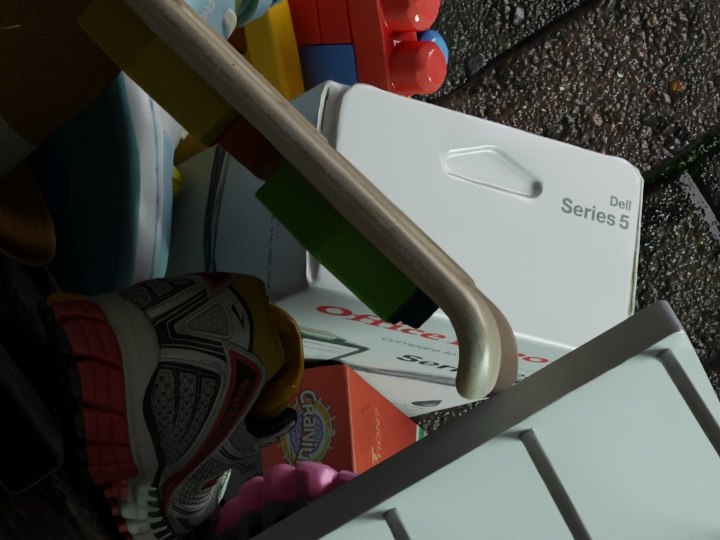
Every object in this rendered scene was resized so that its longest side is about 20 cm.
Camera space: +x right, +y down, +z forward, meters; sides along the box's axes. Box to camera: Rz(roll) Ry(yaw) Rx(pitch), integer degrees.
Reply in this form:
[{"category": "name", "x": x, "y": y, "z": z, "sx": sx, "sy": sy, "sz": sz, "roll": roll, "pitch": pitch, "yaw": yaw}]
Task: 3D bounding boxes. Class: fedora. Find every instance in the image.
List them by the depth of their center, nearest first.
[{"category": "fedora", "x": -0.133, "y": -0.097, "z": 0.724, "sx": 0.201, "sy": 0.082, "sz": 0.201, "roll": 57, "pitch": 2, "yaw": -2}]

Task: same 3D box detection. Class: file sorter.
[{"category": "file sorter", "x": 0.049, "y": 0.135, "z": 0.653, "sx": 0.125, "sy": 0.200, "sz": 0.139, "roll": 61, "pitch": 4, "yaw": 38}]

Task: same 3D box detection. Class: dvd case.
[{"category": "dvd case", "x": -0.150, "y": -0.023, "z": 0.741, "sx": 0.150, "sy": 0.025, "sz": 0.200, "roll": 58, "pitch": 2, "yaw": -19}]

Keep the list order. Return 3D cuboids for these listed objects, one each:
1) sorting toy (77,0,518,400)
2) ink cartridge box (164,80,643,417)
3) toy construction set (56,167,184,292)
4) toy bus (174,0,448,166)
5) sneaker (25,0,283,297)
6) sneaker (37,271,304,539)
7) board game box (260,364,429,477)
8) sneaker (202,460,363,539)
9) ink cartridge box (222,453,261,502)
[{"category": "sorting toy", "x": -0.024, "y": -0.037, "z": 0.682, "sx": 0.200, "sy": 0.036, "sz": 0.185, "roll": 49, "pitch": 3, "yaw": 6}, {"category": "ink cartridge box", "x": 0.000, "y": 0.000, "z": 0.902, "sx": 0.200, "sy": 0.145, "sz": 0.084, "roll": -21, "pitch": -121, "yaw": 60}, {"category": "toy construction set", "x": -0.155, "y": -0.088, "z": 0.899, "sx": 0.200, "sy": 0.092, "sz": 0.131, "roll": 49, "pitch": 29, "yaw": -20}, {"category": "toy bus", "x": -0.044, "y": -0.131, "z": 0.985, "sx": 0.136, "sy": 0.192, "sz": 0.200, "roll": -24, "pitch": 107, "yaw": -50}, {"category": "sneaker", "x": -0.067, "y": -0.087, "z": 0.846, "sx": 0.080, "sy": 0.131, "sz": 0.200, "roll": 4, "pitch": -79, "yaw": 45}, {"category": "sneaker", "x": -0.057, "y": 0.051, "z": 0.775, "sx": 0.200, "sy": 0.082, "sz": 0.078, "roll": 94, "pitch": -20, "yaw": -77}, {"category": "board game box", "x": 0.009, "y": 0.139, "z": 0.949, "sx": 0.200, "sy": 0.040, "sz": 0.153, "roll": 45, "pitch": 38, "yaw": -67}, {"category": "sneaker", "x": 0.028, "y": 0.108, "z": 0.790, "sx": 0.095, "sy": 0.200, "sz": 0.079, "roll": 38, "pitch": 45, "yaw": -41}, {"category": "ink cartridge box", "x": -0.069, "y": 0.046, "z": 1.083, "sx": 0.200, "sy": 0.067, "sz": 0.117, "roll": 58, "pitch": 0, "yaw": 35}]
